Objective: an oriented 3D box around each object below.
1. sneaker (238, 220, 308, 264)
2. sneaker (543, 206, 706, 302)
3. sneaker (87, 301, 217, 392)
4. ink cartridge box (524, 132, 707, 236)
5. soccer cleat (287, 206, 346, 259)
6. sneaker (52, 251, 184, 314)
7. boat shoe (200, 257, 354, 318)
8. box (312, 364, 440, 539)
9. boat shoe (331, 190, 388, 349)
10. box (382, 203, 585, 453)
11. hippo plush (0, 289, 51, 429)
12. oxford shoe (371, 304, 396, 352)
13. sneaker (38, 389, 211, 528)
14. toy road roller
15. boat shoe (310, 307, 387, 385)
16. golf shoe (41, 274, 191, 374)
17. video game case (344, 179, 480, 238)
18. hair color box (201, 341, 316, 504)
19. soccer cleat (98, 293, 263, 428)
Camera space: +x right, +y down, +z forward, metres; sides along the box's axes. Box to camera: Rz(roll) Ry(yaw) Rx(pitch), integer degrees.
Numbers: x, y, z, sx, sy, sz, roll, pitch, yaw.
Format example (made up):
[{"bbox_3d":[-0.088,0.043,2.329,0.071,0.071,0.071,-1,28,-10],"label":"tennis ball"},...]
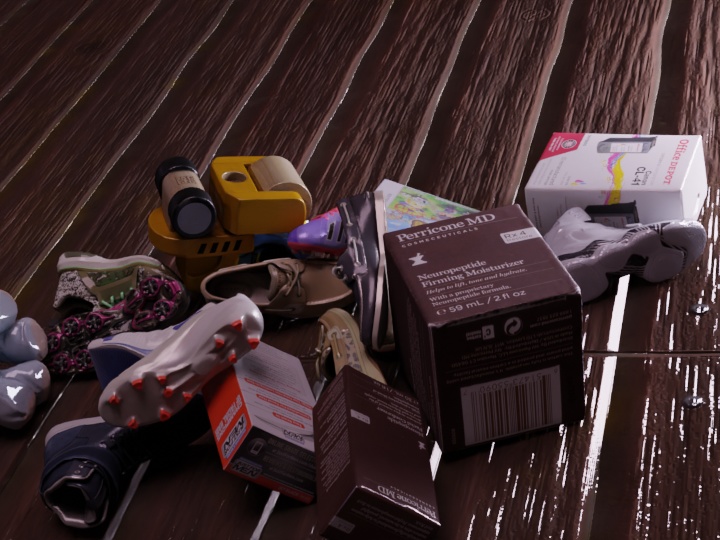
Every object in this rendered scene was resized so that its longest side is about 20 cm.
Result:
[{"bbox_3d":[-0.161,-0.030,1.903,0.198,0.066,0.079,-2,37,17],"label":"sneaker"},{"bbox_3d":[0.302,-0.035,1.728,0.198,0.076,0.115,-19,34,-3],"label":"sneaker"},{"bbox_3d":[-0.211,0.095,1.724,0.197,0.081,0.115,-6,20,19],"label":"sneaker"},{"bbox_3d":[0.321,-0.103,1.823,0.198,0.086,0.148,1,34,24],"label":"ink cartridge box"},{"bbox_3d":[-0.022,-0.058,1.818,0.066,0.077,0.199,8,8,37],"label":"soccer cleat"},{"bbox_3d":[-0.313,0.033,1.877,0.198,0.077,0.089,2,61,24],"label":"sneaker"},{"bbox_3d":[-0.095,0.019,1.764,0.197,0.073,0.065,-3,-9,2],"label":"boat shoe"},{"bbox_3d":[0.012,0.192,1.439,0.099,0.075,0.201,27,27,-20],"label":"box"},{"bbox_3d":[0.000,0.000,1.634,0.062,0.073,0.202,-2,58,4],"label":"boat shoe"},{"bbox_3d":[0.130,0.059,1.551,0.164,0.166,0.200,-13,31,-8],"label":"box"},{"bbox_3d":[-0.475,0.135,1.723,0.160,0.160,0.200,-28,8,33],"label":"hippo plush"},{"bbox_3d":[0.029,0.023,1.739,0.070,0.074,0.201,-10,32,4],"label":"oxford shoe"},{"bbox_3d":[-0.246,0.200,1.546,0.200,0.078,0.146,-19,23,4],"label":"sneaker"},{"bbox_3d":[-0.168,-0.057,1.828,0.198,0.147,0.123,-5,31,-18],"label":"toy road roller"},{"bbox_3d":[-0.019,0.110,1.621,0.062,0.074,0.200,-16,32,-11],"label":"boat shoe"},{"bbox_3d":[-0.298,0.076,1.796,0.198,0.073,0.092,-26,-13,3],"label":"golf shoe"},{"bbox_3d":[0.097,-0.047,1.766,0.198,0.022,0.182,19,25,8],"label":"video game case"},{"bbox_3d":[-0.103,0.150,1.547,0.064,0.110,0.200,-56,27,16],"label":"hair color box"},{"bbox_3d":[-0.188,0.097,1.532,0.199,0.070,0.078,-33,27,3],"label":"soccer cleat"}]
